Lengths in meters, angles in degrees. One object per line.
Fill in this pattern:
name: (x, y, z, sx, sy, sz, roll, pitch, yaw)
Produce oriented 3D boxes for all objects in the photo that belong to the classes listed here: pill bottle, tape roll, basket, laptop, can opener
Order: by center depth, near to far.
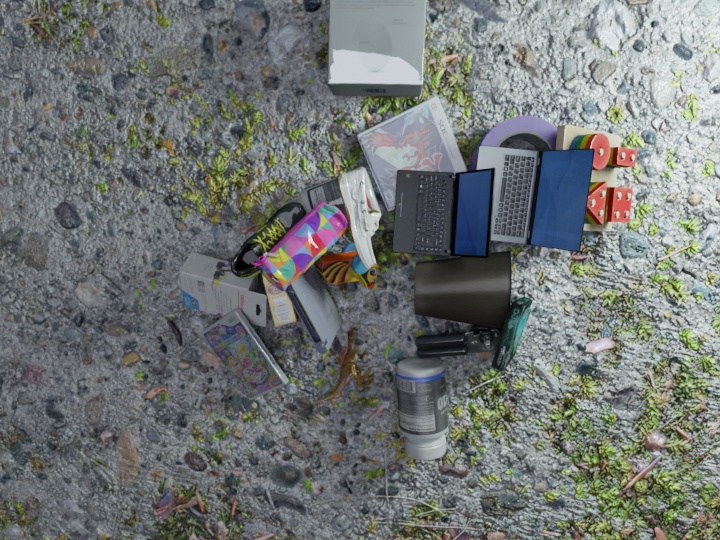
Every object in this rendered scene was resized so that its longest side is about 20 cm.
laptop: (0.325, -0.146, 1.016, 0.195, 0.116, 0.192, 6, 96, 3)
laptop: (0.167, -0.121, 1.077, 0.195, 0.103, 0.182, 4, 92, 5)
tape roll: (0.337, -0.219, 1.107, 0.195, 0.085, 0.205, 0, 96, 4)
basket: (0.216, 0.040, 1.120, 0.195, 0.137, 0.183, 2, 123, 8)
pill bottle: (-0.063, -0.136, 1.127, 0.196, 0.116, 0.118, -20, 95, 6)
pill bottle: (0.139, 0.307, 1.163, 0.111, 0.114, 0.205, -4, 96, 4)
can opener: (0.225, 0.160, 1.179, 0.196, 0.067, 0.054, -7, 108, 16)

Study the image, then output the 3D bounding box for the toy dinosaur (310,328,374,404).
toy dinosaur: (-0.027, 0.237, 1.205, 0.105, 0.060, 0.204, 22, 92, 26)

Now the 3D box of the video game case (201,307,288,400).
video game case: (-0.266, 0.195, 1.186, 0.142, 0.018, 0.202, -28, 99, 36)

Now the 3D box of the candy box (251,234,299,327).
candy box: (-0.181, 0.013, 1.150, 0.055, 0.117, 0.204, -15, 95, 1)

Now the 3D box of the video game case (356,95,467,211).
video game case: (0.115, -0.256, 1.149, 0.197, 0.023, 0.185, -24, 94, 6)

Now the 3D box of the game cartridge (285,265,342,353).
game cartridge: (-0.108, 0.063, 1.130, 0.038, 0.130, 0.203, -21, 108, 18)

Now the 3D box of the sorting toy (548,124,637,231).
sorting toy: (0.481, -0.182, 1.057, 0.195, 0.069, 0.205, -2, 98, -33)

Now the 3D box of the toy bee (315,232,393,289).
toy bee: (0.000, 0.000, 1.144, 0.195, 0.132, 0.111, -6, 121, -6)

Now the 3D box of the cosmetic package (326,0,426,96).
cosmetic package: (0.035, -0.478, 1.080, 0.195, 0.123, 0.205, 3, 98, 4)

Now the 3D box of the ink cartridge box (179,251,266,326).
ink cartridge box: (-0.294, 0.045, 1.161, 0.196, 0.069, 0.116, 15, 135, 2)

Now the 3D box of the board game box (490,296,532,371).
board game box: (0.322, 0.128, 1.091, 0.028, 0.199, 0.138, 19, 98, 22)

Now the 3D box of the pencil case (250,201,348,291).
pencil case: (-0.114, -0.049, 1.012, 0.089, 0.088, 0.200, 46, 72, -2)

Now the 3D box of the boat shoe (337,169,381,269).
boat shoe: (0.010, -0.101, 1.043, 0.068, 0.071, 0.204, -15, 109, 2)

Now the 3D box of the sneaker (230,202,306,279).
sneaker: (-0.183, -0.054, 1.043, 0.074, 0.085, 0.200, 42, 94, -4)
